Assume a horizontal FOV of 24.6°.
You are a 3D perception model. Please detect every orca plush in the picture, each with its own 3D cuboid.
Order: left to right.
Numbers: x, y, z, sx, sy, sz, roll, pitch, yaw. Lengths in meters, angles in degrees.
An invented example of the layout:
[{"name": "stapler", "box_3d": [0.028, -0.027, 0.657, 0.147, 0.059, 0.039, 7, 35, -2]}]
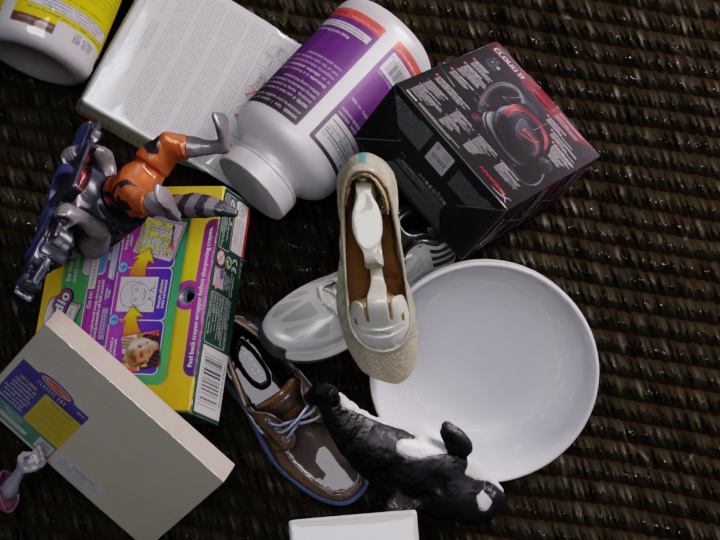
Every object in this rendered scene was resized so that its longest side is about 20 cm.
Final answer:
[{"name": "orca plush", "box_3d": [0.036, 0.169, 1.399, 0.200, 0.105, 0.071, 44, 38, -25]}]

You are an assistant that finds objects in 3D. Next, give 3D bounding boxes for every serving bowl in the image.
[{"name": "serving bowl", "box_3d": [0.108, 0.081, 1.454, 0.198, 0.066, 0.202, 1, 106, 4]}]

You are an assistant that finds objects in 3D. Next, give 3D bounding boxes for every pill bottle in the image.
[{"name": "pill bottle", "box_3d": [-0.268, -0.282, 1.536, 0.108, 0.109, 0.202, 19, 76, 3]}, {"name": "pill bottle", "box_3d": [-0.034, -0.144, 1.500, 0.112, 0.113, 0.200, 40, 74, 8]}]

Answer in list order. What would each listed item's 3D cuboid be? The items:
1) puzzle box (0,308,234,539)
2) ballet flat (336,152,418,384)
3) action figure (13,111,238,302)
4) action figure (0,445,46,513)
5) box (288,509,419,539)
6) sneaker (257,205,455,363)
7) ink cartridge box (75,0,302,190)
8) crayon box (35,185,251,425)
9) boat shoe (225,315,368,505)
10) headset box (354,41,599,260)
[{"name": "puzzle box", "box_3d": [-0.217, 0.136, 1.400, 0.200, 0.133, 0.025, 43, 39, -7]}, {"name": "ballet flat", "box_3d": [0.008, 0.004, 1.375, 0.067, 0.062, 0.202, -9, 100, 3]}, {"name": "action figure", "box_3d": [-0.206, -0.040, 1.381, 0.105, 0.192, 0.201, 44, 47, -31]}, {"name": "action figure", "box_3d": [-0.339, 0.230, 1.421, 0.133, 0.149, 0.201, -2, 55, -20]}, {"name": "box", "box_3d": [0.000, 0.310, 1.368, 0.105, 0.152, 0.202, -4, 76, -2]}, {"name": "sneaker", "box_3d": [0.000, 0.000, 1.444, 0.199, 0.116, 0.076, -24, 58, -25]}, {"name": "ink cartridge box", "box_3d": [-0.143, -0.173, 1.557, 0.199, 0.050, 0.163, 30, 75, -12]}, {"name": "crayon box", "box_3d": [-0.196, 0.029, 1.453, 0.171, 0.058, 0.202, 1, 74, 25]}, {"name": "boat shoe", "box_3d": [-0.068, 0.124, 1.455, 0.072, 0.072, 0.200, -42, 80, -10]}, {"name": "headset box", "box_3d": [0.112, -0.114, 1.481, 0.149, 0.075, 0.200, 49, 39, 9]}]
